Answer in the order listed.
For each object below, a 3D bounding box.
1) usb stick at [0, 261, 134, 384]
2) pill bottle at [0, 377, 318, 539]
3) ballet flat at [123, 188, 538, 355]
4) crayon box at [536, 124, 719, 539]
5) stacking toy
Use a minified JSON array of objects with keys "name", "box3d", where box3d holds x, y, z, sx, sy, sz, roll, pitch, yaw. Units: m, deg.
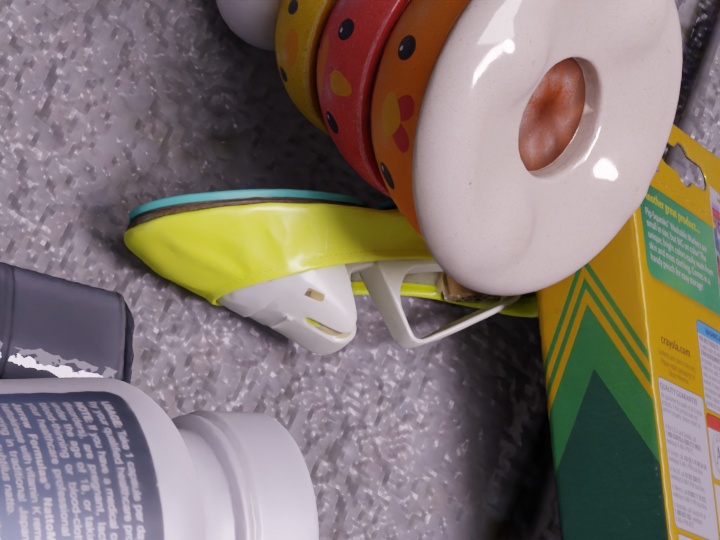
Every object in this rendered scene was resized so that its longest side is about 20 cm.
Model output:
[{"name":"usb stick","box3d":[-0.176,0.011,0.924,0.200,0.033,0.055,16,66,-26]},{"name":"pill bottle","box3d":[-0.121,0.096,0.874,0.200,0.120,0.120,1,72,-31]},{"name":"ballet flat","box3d":[0.000,0.000,1.020,0.200,0.067,0.067,-4,77,-35]},{"name":"crayon box","box3d":[0.123,0.039,1.057,0.126,0.052,0.200,26,56,-57]},{"name":"stacking toy","box3d":[0.014,-0.086,1.004,0.146,0.200,0.146,-25,127,-39]}]
